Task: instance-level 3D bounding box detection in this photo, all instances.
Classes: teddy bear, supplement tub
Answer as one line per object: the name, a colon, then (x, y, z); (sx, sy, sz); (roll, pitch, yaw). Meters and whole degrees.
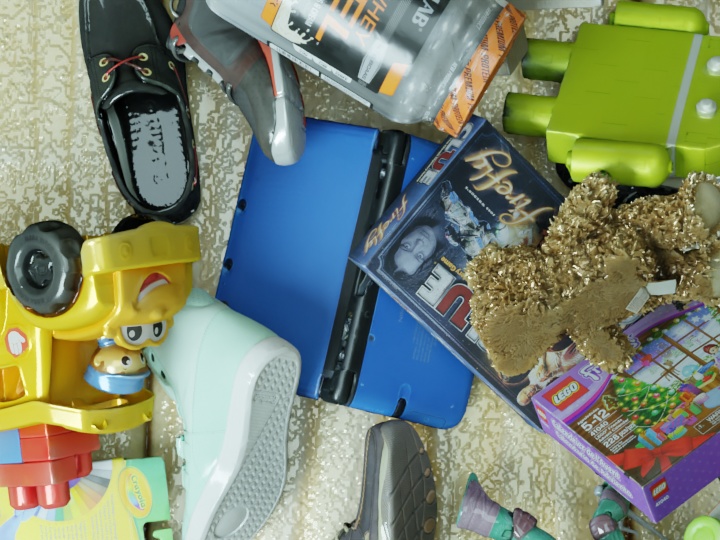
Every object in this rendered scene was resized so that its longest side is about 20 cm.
teddy bear: (0.169, -0.001, 1.340); (0.199, 0.067, 0.145); (-34, 122, 13)
supplement tub: (0.005, -0.182, 1.324); (0.199, 0.123, 0.123); (30, 86, 2)

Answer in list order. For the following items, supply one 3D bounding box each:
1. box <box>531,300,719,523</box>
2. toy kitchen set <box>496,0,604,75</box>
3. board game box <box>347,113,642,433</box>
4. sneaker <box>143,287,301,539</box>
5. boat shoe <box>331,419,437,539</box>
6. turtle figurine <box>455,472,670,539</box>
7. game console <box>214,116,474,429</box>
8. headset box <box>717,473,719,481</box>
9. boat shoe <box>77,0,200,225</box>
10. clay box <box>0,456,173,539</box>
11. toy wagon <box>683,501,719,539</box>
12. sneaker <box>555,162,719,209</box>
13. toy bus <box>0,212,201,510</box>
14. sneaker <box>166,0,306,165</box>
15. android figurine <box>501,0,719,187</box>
box: (0.238, 0.077, 1.371); (0.199, 0.137, 0.039); (-34, 126, -14)
toy kitchen set: (0.118, -0.269, 1.403); (0.162, 0.181, 0.201); (2, 125, 29)
board game box: (0.105, 0.004, 1.393); (0.200, 0.035, 0.136); (42, 85, -24)
sneaker: (-0.110, 0.109, 1.396); (0.118, 0.073, 0.202); (36, 124, 34)
boat shoe: (0.008, 0.207, 1.390); (0.073, 0.074, 0.202); (-1, 85, 29)
turtle figurine: (0.161, 0.220, 1.394); (0.198, 0.101, 0.151); (15, 86, 4)
game console: (0.000, 0.000, 1.438); (0.170, 0.118, 0.202); (16, 86, -32)
headset box: (0.361, 0.153, 1.373); (0.199, 0.075, 0.149); (-30, 89, -43)
boat shoe: (-0.161, -0.133, 1.420); (0.073, 0.063, 0.203); (-14, 85, -1)
clay box: (-0.233, 0.200, 1.400); (0.198, 0.048, 0.116); (-6, 85, -4)
toy wagon: (0.266, 0.257, 1.377); (0.155, 0.039, 0.202); (21, 83, -45)
sneaker: (0.239, -0.088, 1.431); (0.198, 0.074, 0.080); (-3, 80, -9)
toy bus: (-0.203, 0.063, 1.334); (0.199, 0.135, 0.194); (-11, 87, 33)
sneaker: (-0.096, -0.158, 1.413); (0.081, 0.077, 0.202); (-20, 68, 4)
android figurine: (0.207, -0.125, 1.396); (0.198, 0.041, 0.183); (8, 48, 18)
